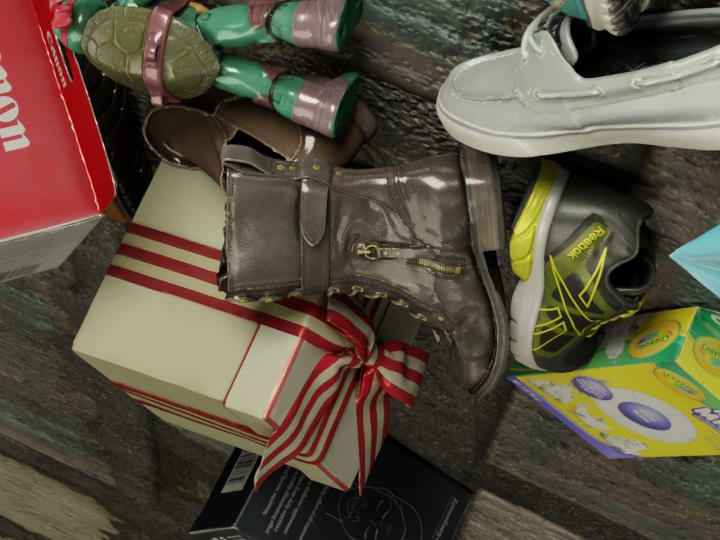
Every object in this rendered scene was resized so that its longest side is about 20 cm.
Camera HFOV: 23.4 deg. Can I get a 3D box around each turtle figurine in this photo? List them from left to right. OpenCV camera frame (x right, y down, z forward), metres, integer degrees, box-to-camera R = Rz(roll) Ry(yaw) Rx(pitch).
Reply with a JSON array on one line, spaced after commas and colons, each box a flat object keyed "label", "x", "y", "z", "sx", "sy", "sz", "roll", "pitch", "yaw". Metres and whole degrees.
[{"label": "turtle figurine", "x": -0.101, "y": -0.140, "z": 0.996, "sx": 0.199, "sy": 0.101, "sz": 0.150, "roll": 16, "pitch": 154, "yaw": 11}]

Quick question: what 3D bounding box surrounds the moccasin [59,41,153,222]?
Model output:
[{"label": "moccasin", "x": -0.198, "y": -0.103, "z": 1.203, "sx": 0.078, "sy": 0.074, "sz": 0.201, "roll": 14, "pitch": 162, "yaw": 11}]

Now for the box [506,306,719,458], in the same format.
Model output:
[{"label": "box", "x": 0.207, "y": 0.079, "z": 1.175, "sx": 0.117, "sy": 0.048, "sz": 0.200, "roll": 38, "pitch": 153, "yaw": -24}]

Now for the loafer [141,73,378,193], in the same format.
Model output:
[{"label": "loafer", "x": -0.080, "y": -0.084, "z": 1.101, "sx": 0.200, "sy": 0.071, "sz": 0.073, "roll": 2, "pitch": 144, "yaw": 49}]

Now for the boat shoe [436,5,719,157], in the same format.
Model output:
[{"label": "boat shoe", "x": 0.119, "y": -0.105, "z": 0.879, "sx": 0.200, "sy": 0.070, "sz": 0.072, "roll": 3, "pitch": 136, "yaw": 37}]

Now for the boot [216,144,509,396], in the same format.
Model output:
[{"label": "boot", "x": 0.000, "y": 0.000, "z": 1.053, "sx": 0.174, "sy": 0.069, "sz": 0.200, "roll": -6, "pitch": 127, "yaw": 0}]

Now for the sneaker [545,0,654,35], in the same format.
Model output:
[{"label": "sneaker", "x": 0.084, "y": -0.176, "z": 0.757, "sx": 0.080, "sy": 0.078, "sz": 0.200, "roll": 26, "pitch": 158, "yaw": 26}]

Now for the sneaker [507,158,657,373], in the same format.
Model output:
[{"label": "sneaker", "x": 0.140, "y": 0.013, "z": 1.073, "sx": 0.084, "sy": 0.075, "sz": 0.200, "roll": 18, "pitch": 155, "yaw": 19}]

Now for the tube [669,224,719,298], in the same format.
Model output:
[{"label": "tube", "x": 0.241, "y": -0.032, "z": 0.841, "sx": 0.077, "sy": 0.050, "sz": 0.200, "roll": 42, "pitch": 138, "yaw": -4}]

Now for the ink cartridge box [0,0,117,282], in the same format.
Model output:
[{"label": "ink cartridge box", "x": -0.234, "y": -0.106, "z": 1.075, "sx": 0.176, "sy": 0.084, "sz": 0.201, "roll": -33, "pitch": 75, "yaw": 64}]

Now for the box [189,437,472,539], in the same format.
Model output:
[{"label": "box", "x": -0.025, "y": 0.222, "z": 1.577, "sx": 0.200, "sy": 0.149, "sz": 0.107, "roll": 35, "pitch": 155, "yaw": -17}]

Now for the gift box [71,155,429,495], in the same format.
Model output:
[{"label": "gift box", "x": -0.063, "y": 0.052, "z": 1.202, "sx": 0.186, "sy": 0.201, "sz": 0.185, "roll": 15, "pitch": 168, "yaw": 26}]
